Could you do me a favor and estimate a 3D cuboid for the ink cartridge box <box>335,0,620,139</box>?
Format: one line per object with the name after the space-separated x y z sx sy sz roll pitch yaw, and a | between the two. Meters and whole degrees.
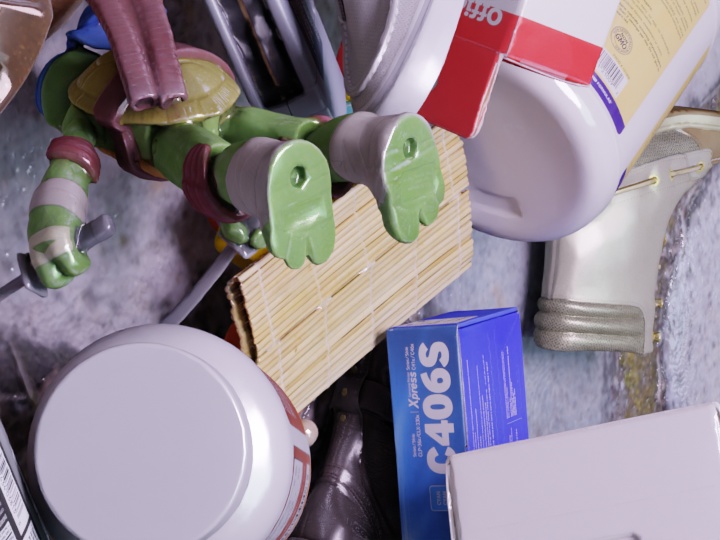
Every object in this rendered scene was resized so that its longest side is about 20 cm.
0.072 -0.166 1.117 0.067 0.116 0.201 13 99 -44 | ink cartridge box

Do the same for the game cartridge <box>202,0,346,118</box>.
-0.058 -0.152 1.060 0.133 0.041 0.200 -104 171 -68 | game cartridge

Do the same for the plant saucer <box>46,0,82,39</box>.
-0.176 -0.184 0.956 0.200 0.037 0.201 -9 102 -53 | plant saucer

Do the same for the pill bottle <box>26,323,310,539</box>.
-0.082 0.082 0.990 0.200 0.112 0.113 72 29 -82 | pill bottle

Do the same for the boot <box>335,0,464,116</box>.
-0.009 -0.143 1.022 0.095 0.074 0.200 26 36 -17 | boot

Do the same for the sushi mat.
0.000 0.000 1.161 0.200 0.012 0.096 -39 131 -45 | sushi mat

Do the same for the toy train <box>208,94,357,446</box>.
-0.032 -0.013 1.172 0.200 0.055 0.150 -54 140 -34 | toy train

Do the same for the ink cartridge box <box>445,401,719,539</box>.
0.147 0.131 1.172 0.200 0.147 0.086 28 51 -64 | ink cartridge box

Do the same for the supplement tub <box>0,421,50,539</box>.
-0.187 0.112 0.909 0.123 0.122 0.200 -46 130 -41 | supplement tub

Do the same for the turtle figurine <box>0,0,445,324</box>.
-0.069 -0.017 0.975 0.144 0.194 0.201 30 75 -45 | turtle figurine

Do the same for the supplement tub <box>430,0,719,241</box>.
0.113 -0.128 1.274 0.200 0.145 0.146 -53 134 -37 | supplement tub

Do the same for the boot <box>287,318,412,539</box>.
0.028 0.125 1.261 0.200 0.069 0.175 52 50 -48 | boot

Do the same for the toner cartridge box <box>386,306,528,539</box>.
0.057 0.124 1.212 0.095 0.043 0.201 -10 96 -65 | toner cartridge box

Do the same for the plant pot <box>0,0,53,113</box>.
-0.214 -0.111 0.746 0.200 0.198 0.201 -11 106 -41 | plant pot

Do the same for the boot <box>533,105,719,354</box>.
0.175 -0.027 1.441 0.200 0.072 0.155 -6 99 -49 | boot
